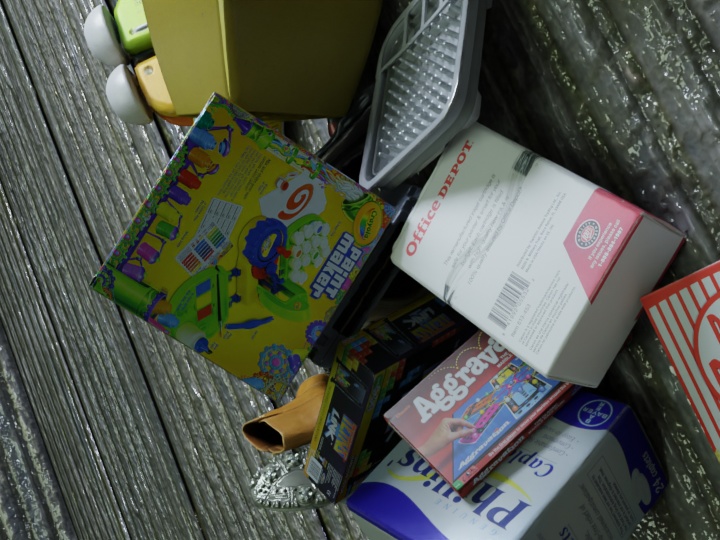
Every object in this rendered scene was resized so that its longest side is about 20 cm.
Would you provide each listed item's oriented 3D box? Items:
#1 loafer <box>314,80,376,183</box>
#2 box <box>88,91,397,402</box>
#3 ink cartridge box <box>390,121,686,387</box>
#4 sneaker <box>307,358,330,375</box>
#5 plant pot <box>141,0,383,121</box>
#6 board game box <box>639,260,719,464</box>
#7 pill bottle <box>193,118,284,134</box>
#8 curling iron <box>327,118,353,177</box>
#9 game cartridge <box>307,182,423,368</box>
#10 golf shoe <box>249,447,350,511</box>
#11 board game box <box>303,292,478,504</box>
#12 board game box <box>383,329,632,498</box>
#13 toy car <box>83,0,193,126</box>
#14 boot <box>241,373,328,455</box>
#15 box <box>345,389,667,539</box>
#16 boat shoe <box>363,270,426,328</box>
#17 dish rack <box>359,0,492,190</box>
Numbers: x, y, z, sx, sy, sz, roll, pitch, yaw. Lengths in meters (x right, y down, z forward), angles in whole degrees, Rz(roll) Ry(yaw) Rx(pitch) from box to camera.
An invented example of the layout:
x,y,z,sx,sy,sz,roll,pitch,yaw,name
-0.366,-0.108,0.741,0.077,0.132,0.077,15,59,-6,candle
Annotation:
x,y,z,sx,sy,sz,roll,pitch,yaw,name
-0.014,-0.115,0.996,0.063,0.072,0.200,46,127,7,loafer
-0.105,-0.018,0.847,0.192,0.200,0.122,33,175,-5,box
0.139,-0.019,0.771,0.200,0.084,0.145,38,105,42,ink cartridge box
-0.063,0.091,1.158,0.200,0.085,0.078,44,136,37,sneaker
-0.103,-0.244,0.942,0.200,0.200,0.177,11,101,54,plant pot
0.305,0.079,0.648,0.151,0.046,0.200,-39,71,54,board game box
-0.152,-0.128,1.170,0.113,0.113,0.200,31,128,46,pill bottle
-0.025,-0.156,1.056,0.050,0.026,0.200,170,80,-78,curling iron
0.000,0.000,0.946,0.200,0.040,0.133,-57,18,0,game cartridge
-0.029,0.253,1.081,0.097,0.200,0.078,92,162,-44,golf shoe
0.033,0.129,0.958,0.057,0.165,0.200,41,136,28,board game box
0.126,0.093,0.795,0.103,0.200,0.019,40,165,42,board game box
-0.258,-0.288,1.246,0.150,0.175,0.200,51,-164,-81,toy car
-0.086,0.182,1.171,0.201,0.144,0.071,-4,97,62,boot
0.125,0.195,0.806,0.184,0.200,0.105,14,142,53,box
0.014,0.041,1.043,0.200,0.072,0.065,-2,111,58,boat shoe
0.063,-0.174,0.829,0.172,0.043,0.200,-37,37,54,dish rack
